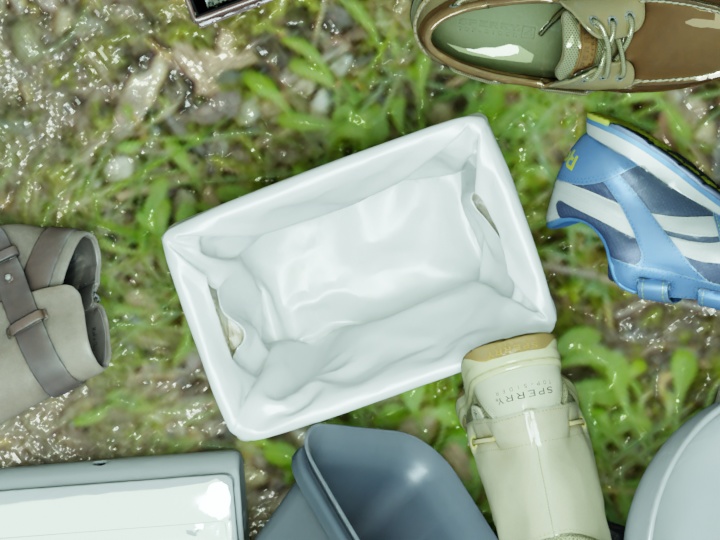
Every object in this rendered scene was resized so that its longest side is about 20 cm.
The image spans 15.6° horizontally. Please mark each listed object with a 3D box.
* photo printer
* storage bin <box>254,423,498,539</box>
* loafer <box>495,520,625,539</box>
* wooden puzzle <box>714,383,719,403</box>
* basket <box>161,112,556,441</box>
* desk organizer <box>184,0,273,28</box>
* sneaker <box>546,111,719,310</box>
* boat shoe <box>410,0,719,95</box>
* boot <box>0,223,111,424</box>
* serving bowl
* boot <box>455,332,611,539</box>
[{"bbox_3d":[-0.163,0.197,1.584,0.199,0.069,0.167,-5,97,2],"label":"photo printer"},{"bbox_3d":[0.014,0.207,1.495,0.134,0.145,0.200,-49,56,26],"label":"storage bin"},{"bbox_3d":[0.174,0.189,1.560,0.199,0.063,0.072,18,75,-15],"label":"loafer"},{"bbox_3d":[0.315,0.090,1.577,0.199,0.046,0.186,14,97,-1],"label":"wooden puzzle"},{"bbox_3d":[0.000,0.000,1.533,0.199,0.123,0.136,-20,95,2],"label":"basket"},{"bbox_3d":[-0.097,-0.247,1.529,0.071,0.077,0.201,-20,96,3],"label":"desk organizer"},{"bbox_3d":[0.195,-0.009,1.545,0.200,0.074,0.082,39,100,17],"label":"sneaker"},{"bbox_3d":[0.127,-0.132,1.534,0.199,0.074,0.076,2,112,3],"label":"boat shoe"},{"bbox_3d":[-0.216,0.065,1.538,0.146,0.070,0.201,-12,66,18],"label":"boot"},{"bbox_3d":[0.223,0.168,1.506,0.199,0.066,0.201,4,83,-31],"label":"serving bowl"},{"bbox_3d":[0.105,0.133,1.491,0.072,0.200,0.156,-13,72,0],"label":"boot"}]
